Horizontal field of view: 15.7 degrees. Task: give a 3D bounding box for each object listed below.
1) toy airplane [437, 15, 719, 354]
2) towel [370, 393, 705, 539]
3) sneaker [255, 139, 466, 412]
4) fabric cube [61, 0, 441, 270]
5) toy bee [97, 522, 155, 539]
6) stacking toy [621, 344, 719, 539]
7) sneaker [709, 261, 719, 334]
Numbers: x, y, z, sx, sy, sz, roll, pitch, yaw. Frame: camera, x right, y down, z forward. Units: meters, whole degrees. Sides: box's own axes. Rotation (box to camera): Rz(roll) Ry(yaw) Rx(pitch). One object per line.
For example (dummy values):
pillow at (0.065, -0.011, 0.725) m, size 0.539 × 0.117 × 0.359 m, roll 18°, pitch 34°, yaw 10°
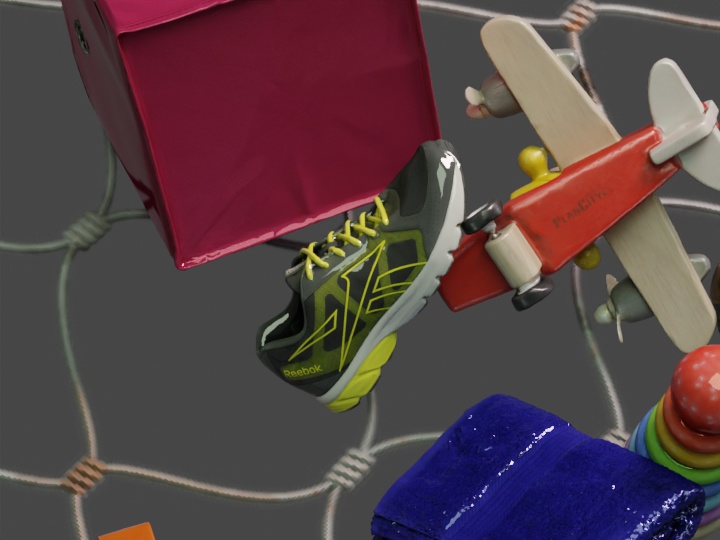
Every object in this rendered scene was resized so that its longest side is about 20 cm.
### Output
toy airplane at (0.155, -0.057, 1.736) m, size 0.199 × 0.141 × 0.200 m, roll 10°, pitch 92°, yaw -6°
towel at (0.105, 0.155, 1.633) m, size 0.148 × 0.050 × 0.200 m, roll -48°, pitch 39°, yaw -15°
sneaker at (0.000, 0.000, 1.690) m, size 0.084 × 0.074 × 0.200 m, roll 22°, pitch 107°, yaw -19°
fabric cube at (-0.079, -0.155, 1.719) m, size 0.200 × 0.196 × 0.199 m, roll -19°, pitch 40°, yaw -10°
toy bee at (-0.127, 0.259, 1.620) m, size 0.131 × 0.109 × 0.200 m, roll -1°, pitch 39°, yaw 6°
stacking toy at (0.211, 0.100, 1.639) m, size 0.085 × 0.200 × 0.086 m, roll 1°, pitch 64°, yaw -2°
sneaker at (0.301, 0.073, 1.725) m, size 0.088 × 0.075 × 0.200 m, roll -9°, pitch 68°, yaw -12°
